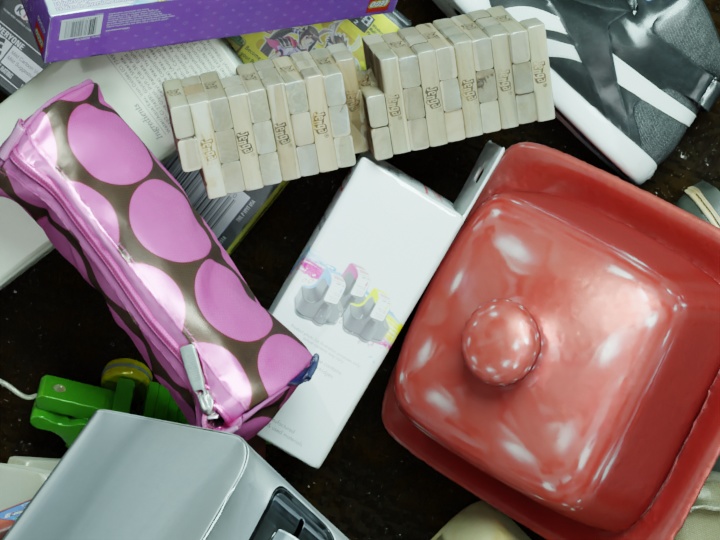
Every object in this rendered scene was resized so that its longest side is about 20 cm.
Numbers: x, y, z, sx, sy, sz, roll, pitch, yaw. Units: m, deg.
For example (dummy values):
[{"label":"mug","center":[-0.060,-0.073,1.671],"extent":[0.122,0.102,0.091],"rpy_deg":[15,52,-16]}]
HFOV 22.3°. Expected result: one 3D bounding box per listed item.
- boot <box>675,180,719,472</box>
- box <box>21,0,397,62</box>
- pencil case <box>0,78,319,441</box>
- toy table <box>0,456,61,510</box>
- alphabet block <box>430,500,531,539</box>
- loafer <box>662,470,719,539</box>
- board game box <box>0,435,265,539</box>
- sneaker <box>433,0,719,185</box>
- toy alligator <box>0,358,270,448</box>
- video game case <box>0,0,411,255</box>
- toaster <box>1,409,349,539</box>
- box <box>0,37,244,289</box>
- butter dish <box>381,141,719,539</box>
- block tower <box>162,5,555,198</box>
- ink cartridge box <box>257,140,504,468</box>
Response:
[{"label":"boot","center":[0.186,0.064,1.064],"extent":[0.137,0.077,0.201],"rpy_deg":[-23,96,6]},{"label":"box","center":[-0.090,-0.185,0.971],"extent":[0.199,0.039,0.138],"rpy_deg":[-11,60,-23]},{"label":"pencil case","center":[-0.109,0.000,0.930],"extent":[0.091,0.094,0.200],"rpy_deg":[-42,86,28]},{"label":"toy table","center":[-0.230,0.160,1.021],"extent":[0.183,0.200,0.118],"rpy_deg":[5,86,31]},{"label":"alphabet block","center":[0.072,0.277,1.020],"extent":[0.196,0.200,0.195],"rpy_deg":[-43,97,4]},{"label":"loafer","center":[0.216,0.205,1.056],"extent":[0.076,0.068,0.201],"rpy_deg":[-20,114,9]},{"label":"board game box","center":[-0.132,0.155,0.988],"extent":[0.199,0.019,0.104],"rpy_deg":[-19,120,-40]},{"label":"sneaker","center":[0.123,-0.154,1.040],"extent":[0.200,0.073,0.112],"rpy_deg":[42,91,-14]},{"label":"toy alligator","center":[-0.148,0.089,1.067],"extent":[0.198,0.060,0.054],"rpy_deg":[9,138,-3]},{"label":"video game case","center":[-0.102,-0.135,1.054],"extent":[0.200,0.026,0.181],"rpy_deg":[39,95,-5]},{"label":"toaster","center":[-0.073,0.172,0.905],"extent":[0.181,0.199,0.119],"rpy_deg":[47,64,-30]},{"label":"box","center":[-0.157,-0.072,1.013],"extent":[0.199,0.068,0.082],"rpy_deg":[-36,95,3]},{"label":"butter dish","center":[0.099,0.043,0.992],"extent":[0.199,0.148,0.201],"rpy_deg":[29,99,26]},{"label":"block tower","center":[-0.001,-0.090,0.966],"extent":[0.198,0.058,0.054],"rpy_deg":[-13,113,-6]},{"label":"ink cartridge box","center":[0.000,0.000,1.027],"extent":[0.068,0.115,0.201],"rpy_deg":[30,95,-3]}]
